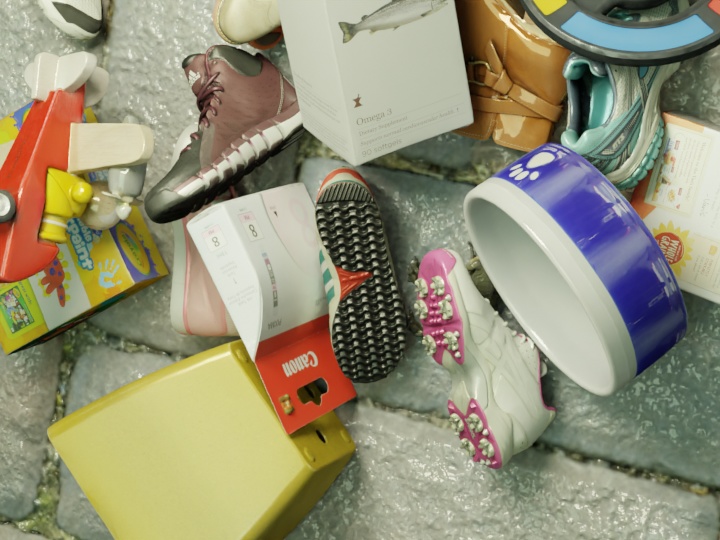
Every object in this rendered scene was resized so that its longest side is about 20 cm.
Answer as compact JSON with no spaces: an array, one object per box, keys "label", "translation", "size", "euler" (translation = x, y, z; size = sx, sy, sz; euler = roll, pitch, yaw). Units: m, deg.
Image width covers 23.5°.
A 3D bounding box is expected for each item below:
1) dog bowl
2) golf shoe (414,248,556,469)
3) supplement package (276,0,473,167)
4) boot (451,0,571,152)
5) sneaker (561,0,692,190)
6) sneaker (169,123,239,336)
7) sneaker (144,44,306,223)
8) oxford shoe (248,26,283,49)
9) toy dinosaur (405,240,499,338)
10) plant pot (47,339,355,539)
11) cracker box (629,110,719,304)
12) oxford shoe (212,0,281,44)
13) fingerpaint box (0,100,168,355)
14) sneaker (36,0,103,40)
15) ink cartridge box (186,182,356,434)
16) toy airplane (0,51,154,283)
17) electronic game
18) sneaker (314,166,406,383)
[{"label":"dog bowl","translation":[0.173,-0.001,1.405],"size":[0.079,0.200,0.200],"euler":[-35,82,-11]},{"label":"golf shoe","translation":[0.108,0.067,1.496],"size":[0.075,0.091,0.201],"euler":[14,125,61]},{"label":"supplement package","translation":[0.006,-0.209,1.428],"size":[0.116,0.117,0.201],"euler":[-21,119,-16]},{"label":"boot","translation":[0.095,-0.195,1.488],"size":[0.199,0.074,0.155],"euler":[24,115,28]},{"label":"sneaker","translation":[0.210,-0.172,1.402],"size":[0.077,0.086,0.201],"euler":[-6,70,48]},{"label":"sneaker","translation":[-0.118,-0.032,1.591],"size":[0.104,0.075,0.201],"euler":[8,105,23]},{"label":"sneaker","translation":[-0.140,-0.129,1.530],"size":[0.116,0.200,0.076],"euler":[52,144,2]},{"label":"oxford shoe","translation":[-0.100,-0.300,1.564],"size":[0.073,0.071,0.201],"euler":[6,99,45]},{"label":"toy dinosaur","translation":[0.083,0.032,1.535],"size":[0.088,0.047,0.201],"euler":[13,105,13]},{"label":"plant pot","translation":[-0.124,0.163,1.558],"size":[0.176,0.200,0.200],"euler":[-37,82,16]},{"label":"cracker box","translation":[0.322,-0.036,1.420],"size":[0.199,0.058,0.135],"euler":[23,105,19]},{"label":"oxford shoe","translation":[-0.045,-0.266,1.496],"size":[0.200,0.074,0.071],"euler":[-43,119,3]},{"label":"fingerpaint box","translation":[-0.303,-0.047,1.664],"size":[0.166,0.073,0.201],"euler":[-28,86,23]},{"label":"sneaker","translation":[-0.271,-0.318,1.615],"size":[0.087,0.076,0.201],"euler":[-17,91,23]},{"label":"ink cartridge box","translation":[-0.059,0.027,1.527],"size":[0.057,0.162,0.201],"euler":[-31,86,24]},{"label":"toy airplane","translation":[-0.264,-0.094,1.539],"size":[0.199,0.141,0.200],"euler":[-43,36,14]},{"label":"electronic game","translation":[0.222,-0.245,1.388],"size":[0.199,0.042,0.201],"euler":[-2,58,3]},{"label":"sneaker","translation":[0.000,0.000,1.551],"size":[0.070,0.093,0.201],"euler":[-9,114,3]}]
